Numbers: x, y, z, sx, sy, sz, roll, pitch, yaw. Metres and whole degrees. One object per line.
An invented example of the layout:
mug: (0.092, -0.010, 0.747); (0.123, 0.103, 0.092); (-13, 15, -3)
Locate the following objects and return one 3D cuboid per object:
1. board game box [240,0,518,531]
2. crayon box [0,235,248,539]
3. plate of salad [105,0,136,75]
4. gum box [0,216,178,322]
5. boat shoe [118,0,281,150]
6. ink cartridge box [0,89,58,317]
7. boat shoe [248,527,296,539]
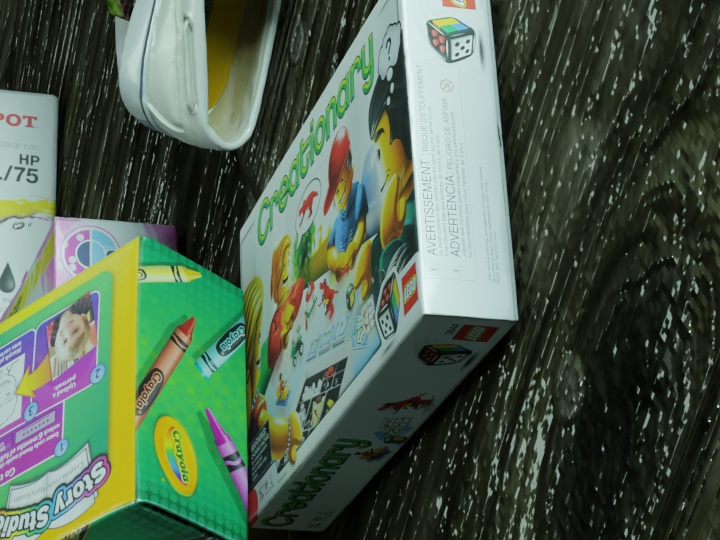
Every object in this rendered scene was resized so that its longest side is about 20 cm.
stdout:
board game box: (0.000, 0.000, 0.764); (0.200, 0.035, 0.126); (126, 145, -58)
crayon box: (-0.133, 0.086, 0.848); (0.200, 0.058, 0.119); (-30, 46, 31)
plate of salad: (-0.116, -0.182, 1.152); (0.200, 0.048, 0.200); (-174, 90, -72)
gum box: (-0.151, 0.062, 1.157); (0.200, 0.066, 0.114); (132, 139, -62)
boat shoe: (-0.052, -0.148, 0.938); (0.070, 0.071, 0.200); (28, 110, 41)
ink cartridge box: (-0.291, -0.011, 1.481); (0.146, 0.146, 0.200); (139, 132, -66)
boat shoe: (-0.044, 0.146, 0.834); (0.076, 0.072, 0.200); (-6, 74, 44)
